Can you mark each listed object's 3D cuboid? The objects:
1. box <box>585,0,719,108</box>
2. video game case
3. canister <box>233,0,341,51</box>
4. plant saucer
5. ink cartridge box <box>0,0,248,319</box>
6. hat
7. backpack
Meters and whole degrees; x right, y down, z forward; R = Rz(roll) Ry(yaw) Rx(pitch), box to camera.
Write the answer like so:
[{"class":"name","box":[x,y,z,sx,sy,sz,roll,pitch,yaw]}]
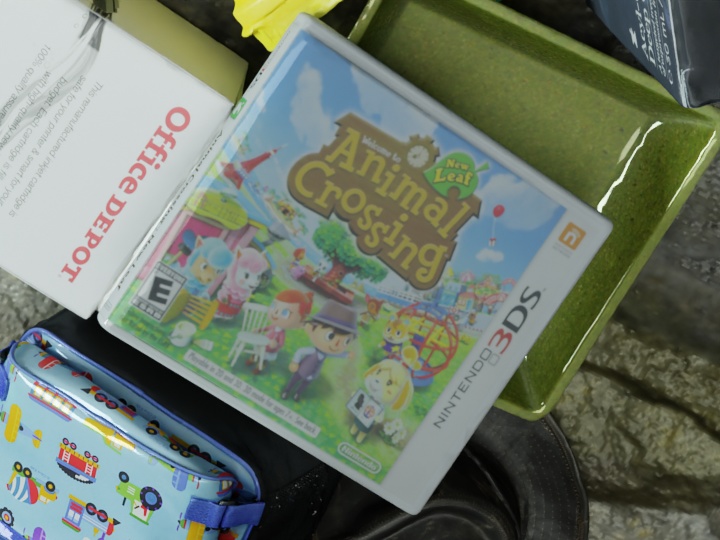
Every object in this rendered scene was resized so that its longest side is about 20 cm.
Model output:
[{"class":"box","box":[0.165,-0.180,1.271,0.107,0.200,0.149,-13,110,-4]},{"class":"video game case","box":[0.000,0.000,1.353,0.200,0.022,0.182,33,94,-22]},{"class":"canister","box":[-0.056,-0.227,1.324,0.148,0.087,0.200,-35,104,30]},{"class":"plant saucer","box":[0.055,-0.046,1.404,0.199,0.048,0.200,24,113,-17]},{"class":"ink cartridge box","box":[-0.178,-0.093,1.391,0.200,0.084,0.145,33,110,-9]},{"class":"hat","box":[0.025,0.148,1.476,0.200,0.081,0.201,1,112,3]},{"class":"backpack","box":[-0.124,0.134,1.437,0.182,0.134,0.200,34,121,18]}]
